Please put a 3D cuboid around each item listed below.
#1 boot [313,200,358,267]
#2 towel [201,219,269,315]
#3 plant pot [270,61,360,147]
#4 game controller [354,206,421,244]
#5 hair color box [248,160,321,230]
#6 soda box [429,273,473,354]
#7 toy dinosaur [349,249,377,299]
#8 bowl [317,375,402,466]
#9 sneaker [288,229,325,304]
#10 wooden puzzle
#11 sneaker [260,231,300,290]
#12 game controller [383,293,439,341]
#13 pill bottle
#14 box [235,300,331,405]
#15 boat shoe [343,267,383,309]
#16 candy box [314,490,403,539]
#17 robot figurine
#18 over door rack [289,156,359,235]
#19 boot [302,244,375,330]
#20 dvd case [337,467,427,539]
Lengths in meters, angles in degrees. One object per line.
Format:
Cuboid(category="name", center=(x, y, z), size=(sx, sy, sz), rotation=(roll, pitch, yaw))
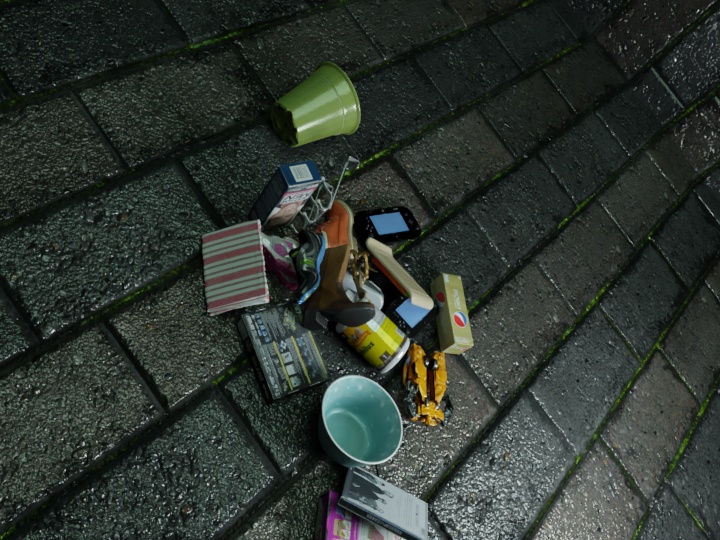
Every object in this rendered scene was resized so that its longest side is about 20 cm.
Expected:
Cuboid(category="boot", center=(-0.073, -0.107, 1.788), size=(0.105, 0.075, 0.203), rotation=(12, 45, -26))
Cuboid(category="towel", center=(-0.282, -0.008, 1.595), size=(0.143, 0.030, 0.205), rotation=(-13, 66, 6))
Cuboid(category="plant pot", center=(-0.133, -0.421, 1.888), size=(0.188, 0.200, 0.202), rotation=(-32, 83, -27))
Cuboid(category="game controller", center=(0.075, -0.122, 1.921), size=(0.197, 0.042, 0.106), rotation=(-10, 71, -37))
Cuboid(category="hair color box", center=(-0.180, -0.174, 1.687), size=(0.098, 0.200, 0.062), rotation=(-16, 72, -37))
Cuboid(category="soda box", center=(0.240, 0.115, 1.888), size=(0.063, 0.068, 0.205), rotation=(10, 59, -28))
Cuboid(category="toy dinosaur", center=(0.000, 0.000, 1.718), size=(0.059, 0.109, 0.201), rotation=(-2, 26, 10))
Cuboid(category="bowl", center=(-0.017, 0.345, 1.555), size=(0.197, 0.105, 0.204), rotation=(19, 46, -21))
Cuboid(category="sneaker", center=(-0.132, -0.009, 1.627), size=(0.082, 0.071, 0.203), rotation=(28, 47, -25))
Cuboid(category="wooden puzzle", center=(0.097, 0.014, 1.798), size=(0.201, 0.037, 0.184), rotation=(53, 12, 20))
Cuboid(category="sneaker", center=(-0.193, -0.041, 1.690), size=(0.199, 0.081, 0.089), rotation=(40, 48, -18))
Cuboid(category="game controller", center=(0.131, 0.107, 1.819), size=(0.105, 0.042, 0.199), rotation=(53, 37, 1))
Cuboid(category="pill bottle", center=(0.016, 0.141, 1.699), size=(0.200, 0.109, 0.110), rotation=(44, 49, -4))
Cuboid(category="box", center=(-0.172, 0.178, 1.594), size=(0.159, 0.049, 0.204), rotation=(-15, 74, -37))
Cuboid(category="boat shoe", center=(-0.027, 0.029, 1.764), size=(0.197, 0.073, 0.068), rotation=(29, 24, -3))
Cuboid(category="candy box", center=(0.002, 0.556, 1.487), size=(0.196, 0.061, 0.139), rotation=(22, 52, -21))
Cuboid(category="robot figurine", center=(0.162, 0.289, 1.745), size=(0.142, 0.058, 0.204), rotation=(19, 55, -23))
Cuboid(category="over door rack", center=(-0.099, -0.196, 1.791), size=(0.066, 0.147, 0.202), rotation=(40, 50, -13))
Cuboid(category="boot", center=(-0.038, 0.033, 1.635), size=(0.068, 0.185, 0.204), rotation=(42, 45, -40))
Cuboid(category="dvd case", center=(0.051, 0.491, 1.497), size=(0.197, 0.025, 0.150), rotation=(28, 13, 0))
